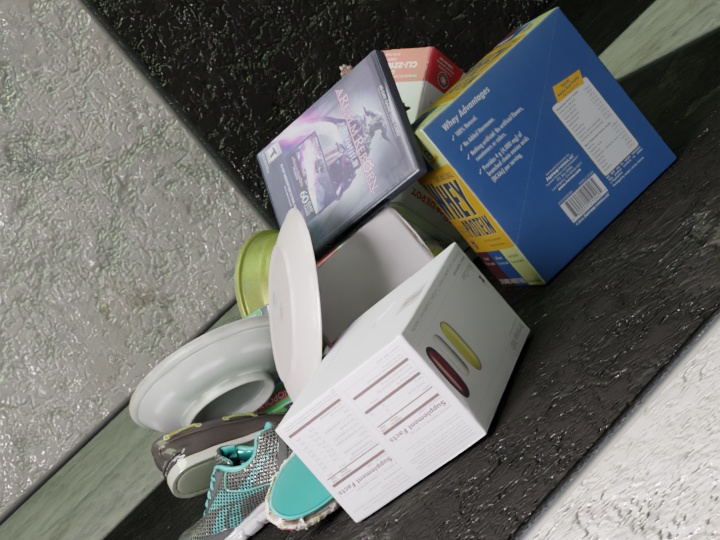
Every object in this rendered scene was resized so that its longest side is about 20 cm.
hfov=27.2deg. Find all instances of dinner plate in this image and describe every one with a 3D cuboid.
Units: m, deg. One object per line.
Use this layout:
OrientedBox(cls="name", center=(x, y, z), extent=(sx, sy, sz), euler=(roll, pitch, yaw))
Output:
OrientedBox(cls="dinner plate", center=(-0.068, 0.041, 1.447), extent=(0.024, 0.203, 0.200), euler=(-2, -1, -12))

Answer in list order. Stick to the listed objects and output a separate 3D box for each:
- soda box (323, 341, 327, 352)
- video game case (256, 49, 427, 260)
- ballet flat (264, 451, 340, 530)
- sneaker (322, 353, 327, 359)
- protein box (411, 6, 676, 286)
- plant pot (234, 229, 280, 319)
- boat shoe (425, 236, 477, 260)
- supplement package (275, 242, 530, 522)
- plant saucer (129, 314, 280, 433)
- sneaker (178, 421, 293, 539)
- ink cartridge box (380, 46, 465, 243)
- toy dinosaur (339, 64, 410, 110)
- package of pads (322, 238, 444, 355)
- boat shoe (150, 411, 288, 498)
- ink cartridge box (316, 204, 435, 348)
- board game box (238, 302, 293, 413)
OrientedBox(cls="soda box", center=(-0.064, 0.068, 1.785), extent=(0.064, 0.067, 0.203), euler=(-17, -57, -83))
OrientedBox(cls="video game case", center=(-0.023, -0.111, 1.528), extent=(0.019, 0.144, 0.199), euler=(5, -33, -44))
OrientedBox(cls="ballet flat", center=(-0.027, 0.178, 1.387), extent=(0.201, 0.075, 0.064), euler=(-55, -21, -41))
OrientedBox(cls="sneaker", center=(0.018, 0.101, 1.542), extent=(0.200, 0.084, 0.120), euler=(-45, 17, -17))
OrientedBox(cls="protein box", center=(0.176, -0.124, 1.542), extent=(0.198, 0.200, 0.135), euler=(-42, 7, -11))
OrientedBox(cls="plant pot", center=(-0.035, 0.014, 1.986), extent=(0.183, 0.202, 0.201), euler=(-22, 17, 35))
OrientedBox(cls="boat shoe", center=(0.139, -0.071, 1.882), extent=(0.202, 0.086, 0.075), euler=(-41, 7, 1))
OrientedBox(cls="supplement package", center=(0.043, 0.094, 1.304), extent=(0.155, 0.111, 0.200), euler=(-38, 8, 28))
OrientedBox(cls="plant saucer", center=(-0.146, 0.124, 1.577), extent=(0.198, 0.051, 0.201), euler=(-27, -22, -12))
OrientedBox(cls="sneaker", center=(-0.124, 0.221, 1.509), extent=(0.199, 0.091, 0.078), euler=(-38, 7, 26))
OrientedBox(cls="ink cartridge box", center=(0.073, -0.149, 1.814), extent=(0.083, 0.144, 0.203), euler=(1, 73, 36))
OrientedBox(cls="toy dinosaur", center=(-0.005, -0.126, 1.630), extent=(0.201, 0.085, 0.137), euler=(87, -156, -59))
OrientedBox(cls="package of pads", center=(0.042, 0.049, 1.751), extent=(0.154, 0.068, 0.200), euler=(-39, 8, 18))
OrientedBox(cls="boat shoe", center=(-0.125, 0.180, 1.572), extent=(0.199, 0.061, 0.072), euler=(-12, -46, -36))
OrientedBox(cls="ink cartridge box", center=(0.000, 0.000, 1.614), extent=(0.145, 0.085, 0.200), euler=(-41, 2, 2))
OrientedBox(cls="board game box", center=(-0.136, 0.127, 1.705), extent=(0.199, 0.136, 0.029), euler=(-30, -34, 14))
